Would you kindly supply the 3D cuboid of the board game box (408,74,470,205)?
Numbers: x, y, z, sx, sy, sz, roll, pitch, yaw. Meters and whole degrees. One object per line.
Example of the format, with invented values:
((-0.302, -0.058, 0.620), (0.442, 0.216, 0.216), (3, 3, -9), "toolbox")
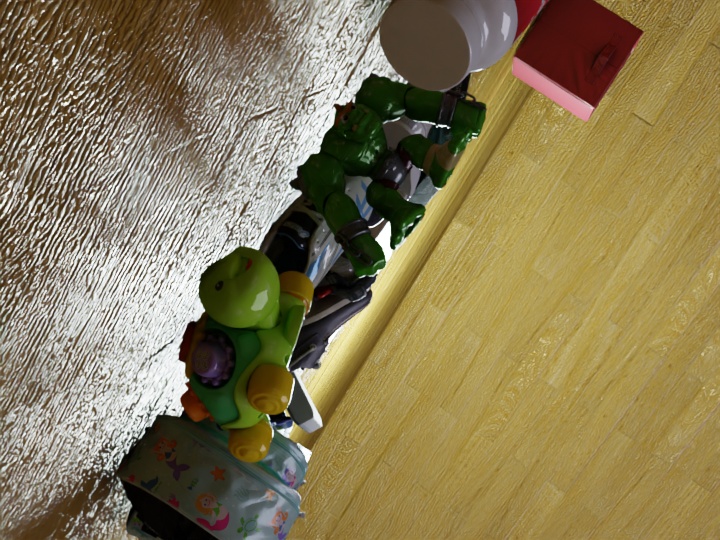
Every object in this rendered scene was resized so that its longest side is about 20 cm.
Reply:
((0.079, -0.142, 1.490), (0.200, 0.028, 0.136), (129, -26, -67), "board game box")

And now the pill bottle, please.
((0.099, -0.242, 1.058), (0.200, 0.112, 0.113), (-52, 172, -39), "pill bottle")

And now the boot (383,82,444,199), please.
((0.058, -0.153, 1.389), (0.096, 0.073, 0.200), (-54, 176, -20), "boot")

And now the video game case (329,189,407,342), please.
((0.000, 0.000, 1.426), (0.143, 0.017, 0.200), (-55, 172, -18), "video game case")

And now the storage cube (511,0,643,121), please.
((0.403, -0.409, 2.319), (0.172, 0.179, 0.200), (-57, 173, 2), "storage cube")

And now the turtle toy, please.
((-0.102, 0.060, 1.068), (0.201, 0.100, 0.146), (113, -10, -46), "turtle toy")

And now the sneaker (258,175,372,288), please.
((-0.042, -0.046, 1.175), (0.201, 0.072, 0.073), (-59, 166, -15), "sneaker")

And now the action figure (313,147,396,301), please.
((-0.033, -0.048, 1.282), (0.194, 0.105, 0.200), (-50, -157, -10), "action figure")

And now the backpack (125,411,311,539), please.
((-0.155, 0.236, 1.365), (0.201, 0.147, 0.183), (-54, 172, 1), "backpack")

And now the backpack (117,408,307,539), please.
((-0.139, 0.205, 1.175), (0.151, 0.177, 0.200), (-56, 176, -13), "backpack")

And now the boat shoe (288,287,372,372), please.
((-0.067, 0.076, 1.276), (0.199, 0.063, 0.073), (-31, -161, -8), "boat shoe")

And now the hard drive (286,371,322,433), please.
((-0.086, 0.118, 1.399), (0.027, 0.133, 0.200), (-27, 171, -4), "hard drive")

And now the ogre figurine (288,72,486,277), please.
((0.019, -0.099, 1.129), (0.201, 0.119, 0.098), (-58, 170, -1), "ogre figurine")
